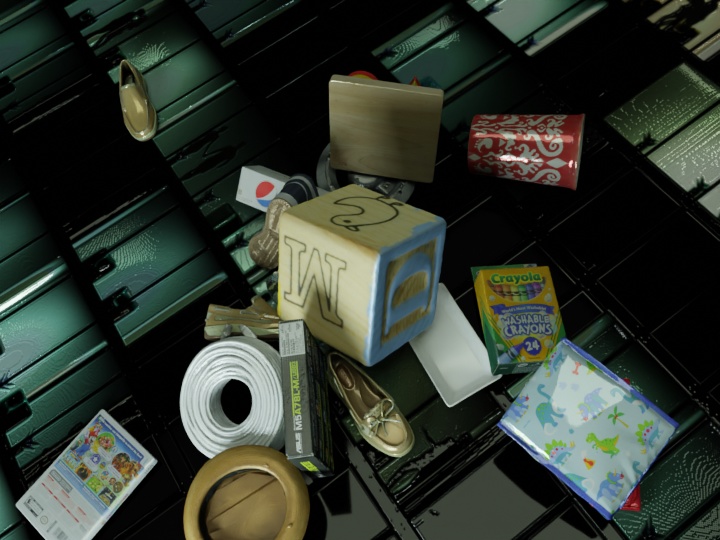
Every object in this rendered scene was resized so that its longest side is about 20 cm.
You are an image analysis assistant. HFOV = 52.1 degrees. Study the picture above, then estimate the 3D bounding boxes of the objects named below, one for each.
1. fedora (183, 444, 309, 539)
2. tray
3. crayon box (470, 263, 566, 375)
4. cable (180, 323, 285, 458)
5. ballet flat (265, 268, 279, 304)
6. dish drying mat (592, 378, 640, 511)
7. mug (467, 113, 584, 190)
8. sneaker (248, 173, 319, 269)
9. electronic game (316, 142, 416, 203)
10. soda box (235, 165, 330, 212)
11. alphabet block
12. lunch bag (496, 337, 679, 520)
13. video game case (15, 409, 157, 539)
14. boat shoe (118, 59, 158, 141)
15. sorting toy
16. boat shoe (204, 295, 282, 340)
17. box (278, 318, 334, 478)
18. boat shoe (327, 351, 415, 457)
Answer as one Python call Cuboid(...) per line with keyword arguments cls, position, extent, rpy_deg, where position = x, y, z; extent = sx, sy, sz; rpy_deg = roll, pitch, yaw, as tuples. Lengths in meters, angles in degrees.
Cuboid(cls="fedora", position=(-0.167, 0.364, 1.114), extent=(0.196, 0.082, 0.205), rpy_deg=(-3, 73, 8))
Cuboid(cls="tray", position=(0.143, 0.124, 1.240), extent=(0.106, 0.022, 0.202), rpy_deg=(-28, 61, -6))
Cuboid(cls="crayon box", position=(0.263, 0.067, 1.223), extent=(0.123, 0.052, 0.203), rpy_deg=(-3, 60, -7))
Cuboid(cls="cable", position=(-0.195, 0.208, 1.181), extent=(0.198, 0.069, 0.202), rpy_deg=(32, 96, 19))
Cuboid(cls="ballet flat", position=(-0.090, -0.021, 1.324), extent=(0.199, 0.075, 0.074), rpy_deg=(-41, 63, -19))
Cuboid(cls="dish drying mat", position=(0.384, 0.261, 1.130), extent=(0.075, 0.018, 0.204), rpy_deg=(0, 62, 10))
Cuboid(cls="mug", position=(0.309, -0.225, 1.369), extent=(0.196, 0.177, 0.137), rpy_deg=(7, 99, 17))
Cuboid(cls="sneaker", position=(-0.135, -0.090, 1.323), extent=(0.069, 0.201, 0.109), rpy_deg=(33, 50, -1))
Cuboid(cls="electronic game", position=(0.012, -0.188, 1.419), extent=(0.195, 0.042, 0.204), rpy_deg=(-1, 68, 2))
Cuboid(cls="soda box", position=(-0.135, -0.135, 1.387), extent=(0.197, 0.063, 0.069), rpy_deg=(23, 108, 20))
Cuboid(cls="alphabet block", position=(0.000, 0.000, 1.179), extent=(0.198, 0.200, 0.194), rpy_deg=(23, 31, 31))
Cuboid(cls="lunch bag", position=(0.331, 0.230, 1.074), extent=(0.199, 0.127, 0.171), rpy_deg=(37, 89, 31))
Cuboid(cls="video game case", position=(-0.450, 0.349, 1.211), extent=(0.142, 0.018, 0.201), rpy_deg=(33, 71, 24))
Cuboid(cls="boat shoe", position=(-0.488, -0.367, 1.575), extent=(0.071, 0.077, 0.202), rpy_deg=(-23, 61, -5))
Cuboid(cls="sorting toy", position=(0.047, -0.268, 1.329), extent=(0.196, 0.201, 0.070), rpy_deg=(10, 51, 6))
Cuboid(cls="boat shoe", position=(-0.175, 0.081, 1.266), extent=(0.195, 0.072, 0.078), rpy_deg=(0, 80, 8))
Cuboid(cls="box", position=(-0.081, 0.200, 1.125), extent=(0.046, 0.194, 0.204), rpy_deg=(-7, 67, 2))
Cuboid(cls="boat shoe", position=(0.009, 0.215, 1.187), extent=(0.073, 0.063, 0.200), rpy_deg=(-40, 63, -14))
